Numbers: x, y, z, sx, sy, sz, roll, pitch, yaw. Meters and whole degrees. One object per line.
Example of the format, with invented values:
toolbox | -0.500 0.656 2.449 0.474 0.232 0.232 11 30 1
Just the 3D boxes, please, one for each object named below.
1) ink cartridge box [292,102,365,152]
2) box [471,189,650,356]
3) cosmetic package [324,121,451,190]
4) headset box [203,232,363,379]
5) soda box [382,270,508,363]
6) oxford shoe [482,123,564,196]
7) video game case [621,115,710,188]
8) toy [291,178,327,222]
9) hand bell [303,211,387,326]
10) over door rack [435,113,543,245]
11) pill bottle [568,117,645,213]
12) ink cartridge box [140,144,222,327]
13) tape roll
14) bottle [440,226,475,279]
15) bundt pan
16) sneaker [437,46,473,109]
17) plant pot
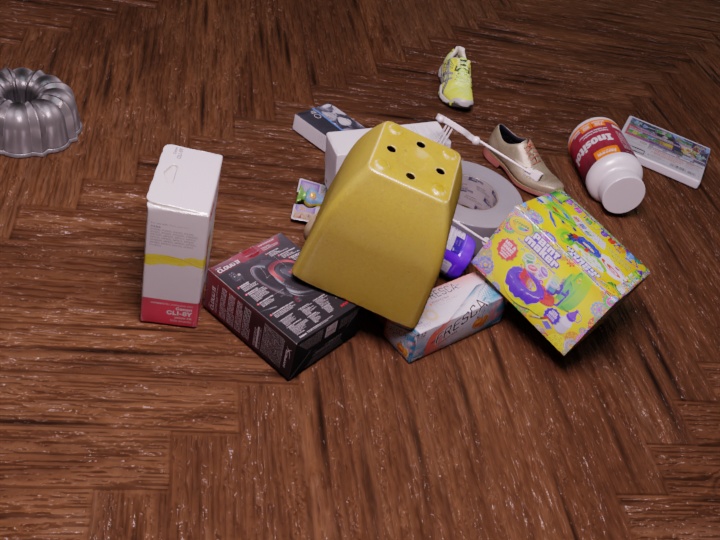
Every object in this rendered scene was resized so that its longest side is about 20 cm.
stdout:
ink cartridge box | -0.029 -0.249 1.566 0.199 0.039 0.099 39 44 24
box | 0.312 -0.005 1.267 0.200 0.122 0.192 47 33 16
cosmetic package | 0.044 -0.180 1.370 0.197 0.102 0.072 -9 43 -15
headset box | -0.115 0.039 1.167 0.199 0.076 0.148 36 43 23
soda box | 0.131 0.065 1.231 0.199 0.064 0.068 -20 51 -35
oxford shoe | 0.325 -0.214 1.614 0.070 0.075 0.200 -25 55 -40
video game case | 0.677 -0.269 1.841 0.198 0.023 0.182 26 41 14
toy | -0.013 -0.112 1.402 0.197 0.048 0.116 12 41 -4
hand bell | 0.000 0.000 1.262 0.103 0.105 0.201 -13 59 -31
over door rack | 0.174 -0.137 1.309 0.199 0.149 0.067 30 19 -1
pill bottle | 0.494 -0.209 1.635 0.111 0.114 0.201 6 40 -12
ink cartridge box | -0.246 -0.046 1.124 0.082 0.201 0.146 9 40 -8
tape roll | 0.186 -0.114 1.458 0.198 0.067 0.201 9 40 -7
bottle | 0.090 -0.065 1.339 0.199 0.066 0.084 30 35 -2
bundt pan | -0.574 -0.279 1.386 0.199 0.076 0.203 9 39 -7
sneaker | 0.214 -0.431 1.831 0.074 0.077 0.201 7 41 -14
plant pot | 0.044 -0.083 1.137 0.192 0.201 0.197 24 44 -3
